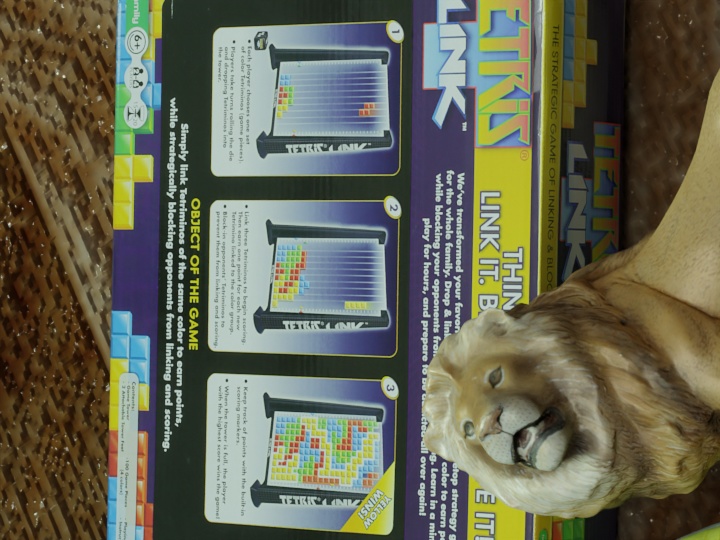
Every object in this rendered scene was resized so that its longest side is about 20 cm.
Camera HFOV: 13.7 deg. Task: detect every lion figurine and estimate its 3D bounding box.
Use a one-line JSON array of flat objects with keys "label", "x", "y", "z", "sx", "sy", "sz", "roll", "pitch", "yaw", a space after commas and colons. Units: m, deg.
[{"label": "lion figurine", "x": 0.110, "y": -0.009, "z": 0.850, "sx": 0.122, "sy": 0.072, "sz": 0.201, "roll": 29, "pitch": 84, "yaw": 22}]

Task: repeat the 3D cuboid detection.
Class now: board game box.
[{"label": "board game box", "x": 0.000, "y": 0.000, "z": 0.951, "sx": 0.165, "sy": 0.057, "sz": 0.201, "roll": 2, "pitch": 91, "yaw": 32}]

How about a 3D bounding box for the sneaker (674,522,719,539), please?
[{"label": "sneaker", "x": 0.141, "y": 0.106, "z": 0.840, "sx": 0.199, "sy": 0.076, "sz": 0.076, "roll": -2, "pitch": 90, "yaw": 36}]
